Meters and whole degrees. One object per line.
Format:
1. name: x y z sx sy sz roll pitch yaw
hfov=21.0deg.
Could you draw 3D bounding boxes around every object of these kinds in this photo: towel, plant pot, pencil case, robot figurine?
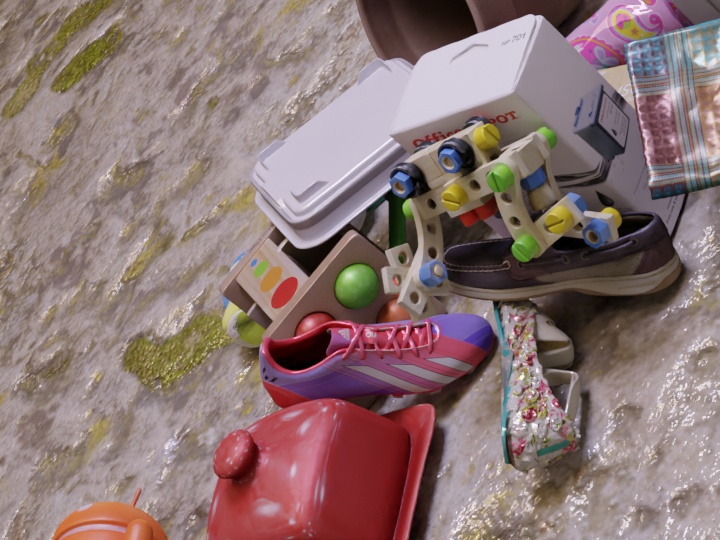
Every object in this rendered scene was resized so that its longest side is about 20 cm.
1. towel: 0.304 -0.137 1.454 0.199 0.022 0.147 -13 58 13
2. plant pot: 0.116 -0.267 1.813 0.174 0.201 0.200 -31 20 -27
3. pencil case: 0.204 -0.180 1.692 0.200 0.087 0.088 -37 32 29
4. robot figurine: -0.233 0.294 1.747 0.116 0.144 0.200 -3 45 8

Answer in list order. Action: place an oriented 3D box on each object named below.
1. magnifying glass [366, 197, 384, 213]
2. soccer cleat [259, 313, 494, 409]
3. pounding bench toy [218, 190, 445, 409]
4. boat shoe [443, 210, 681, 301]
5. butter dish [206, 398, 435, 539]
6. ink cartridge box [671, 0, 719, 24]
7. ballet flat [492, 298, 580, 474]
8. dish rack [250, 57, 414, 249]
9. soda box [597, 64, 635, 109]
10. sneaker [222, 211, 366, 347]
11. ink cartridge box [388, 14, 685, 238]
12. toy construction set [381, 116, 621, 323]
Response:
1. magnifying glass: 0.041 -0.104 1.907 0.200 0.022 0.080 -26 38 41
2. soccer cleat: 0.013 0.068 1.628 0.199 0.077 0.067 -13 47 5
3. pounding bench toy: 0.000 0.000 1.737 0.200 0.124 0.156 -50 29 1
4. boat shoe: 0.153 -0.018 1.535 0.199 0.065 0.072 0 32 26
5. butter dish: -0.059 0.183 1.594 0.200 0.148 0.200 -24 39 41
6. ink cartridge box: 0.324 -0.297 1.576 0.200 0.144 0.084 -57 28 -10
7. ballet flat: 0.139 0.082 1.521 0.064 0.076 0.200 -9 40 7
8. dish rack: -0.008 -0.115 1.735 0.200 0.044 0.172 -40 31 -3
9. soda box: 0.268 -0.132 1.570 0.200 0.064 0.068 -5 53 52
10. sneaker: -0.077 -0.023 1.923 0.200 0.076 0.105 -50 28 4
11. ink cartridge box: 0.145 -0.098 1.563 0.146 0.200 0.086 -15 45 47
12. toy construction set: 0.092 -0.043 1.490 0.200 0.131 0.092 -28 11 37
